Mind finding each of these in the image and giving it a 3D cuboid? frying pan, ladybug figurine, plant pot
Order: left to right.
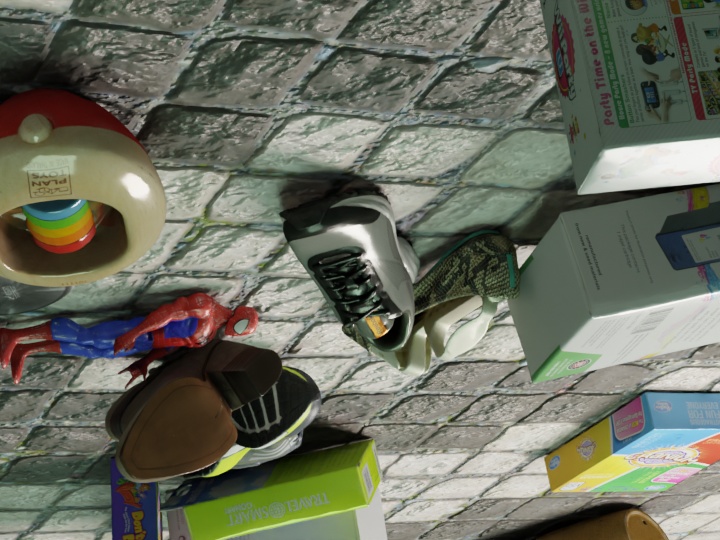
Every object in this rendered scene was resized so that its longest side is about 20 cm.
[{"bbox_3d":[-0.284,0.004,1.322,0.189,0.031,0.115,-3,155,-24],"label":"frying pan"},{"bbox_3d":[-0.189,-0.054,1.157,0.135,0.072,0.200,-5,158,-8],"label":"ladybug figurine"},{"bbox_3d":[0.281,0.382,2.278,0.186,0.187,0.200,15,134,-45],"label":"plant pot"}]

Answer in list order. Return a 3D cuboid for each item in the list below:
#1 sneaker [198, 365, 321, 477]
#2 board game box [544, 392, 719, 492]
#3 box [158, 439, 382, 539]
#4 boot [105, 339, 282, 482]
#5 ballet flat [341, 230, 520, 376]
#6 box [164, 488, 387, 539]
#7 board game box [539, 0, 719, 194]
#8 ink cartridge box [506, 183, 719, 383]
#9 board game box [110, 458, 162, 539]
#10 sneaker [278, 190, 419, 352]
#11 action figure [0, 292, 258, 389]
[{"bbox_3d":[-0.081,0.129,1.656,0.080,0.074,0.200,-3,165,-31],"label":"sneaker"},{"bbox_3d":[0.308,0.181,1.956,0.152,0.041,0.200,2,155,-27],"label":"board game box"},{"bbox_3d":[-0.084,0.216,1.819,0.199,0.048,0.122,-14,-174,9],"label":"box"},{"bbox_3d":[-0.156,0.116,1.484,0.146,0.071,0.200,-15,-168,46],"label":"boot"},{"bbox_3d":[0.054,0.039,1.470,0.068,0.076,0.200,5,154,-38],"label":"ballet flat"},{"bbox_3d":[-0.083,0.279,1.948,0.199,0.107,0.152,-13,157,10],"label":"box"},{"bbox_3d":[0.208,-0.129,1.040,0.198,0.149,0.064,-5,160,-9],"label":"board game box"},{"bbox_3d":[0.228,0.006,1.422,0.199,0.088,0.145,-9,159,-17],"label":"ink cartridge box"},{"bbox_3d":[-0.219,0.279,1.854,0.044,0.135,0.200,-2,157,-5],"label":"board game box"},{"bbox_3d":[0.000,0.000,1.355,0.073,0.080,0.200,-14,156,15],"label":"sneaker"},{"bbox_3d":[-0.177,0.054,1.456,0.199,0.052,0.066,-12,154,0],"label":"action figure"}]
